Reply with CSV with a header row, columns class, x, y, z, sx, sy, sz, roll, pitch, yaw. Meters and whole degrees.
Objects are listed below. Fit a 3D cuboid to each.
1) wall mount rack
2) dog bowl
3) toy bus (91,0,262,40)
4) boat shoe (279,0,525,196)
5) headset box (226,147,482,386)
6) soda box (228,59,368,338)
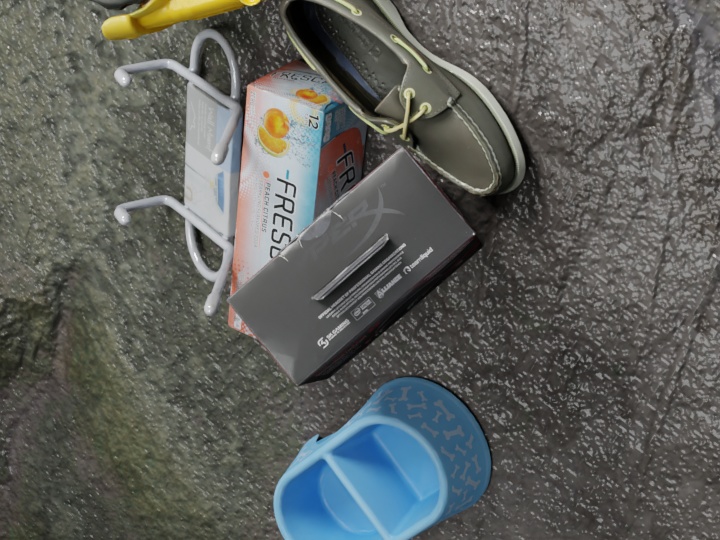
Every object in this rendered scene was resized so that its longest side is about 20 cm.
class,x,y,z,sx,sy,sz,roll,pitch,yaw
wall mount rack,-0.119,-0.065,1.433,0.174,0.074,0.201,37,132,47
dog bowl,0.010,0.161,1.492,0.112,0.050,0.200,53,131,2
toy bus,-0.098,-0.267,1.323,0.191,0.136,0.201,-5,106,23
boat shoe,0.026,-0.121,1.338,0.202,0.060,0.072,47,130,8
headset box,0.000,0.000,1.294,0.149,0.200,0.075,-41,85,2
soda box,-0.045,-0.044,1.423,0.068,0.064,0.201,23,124,25
